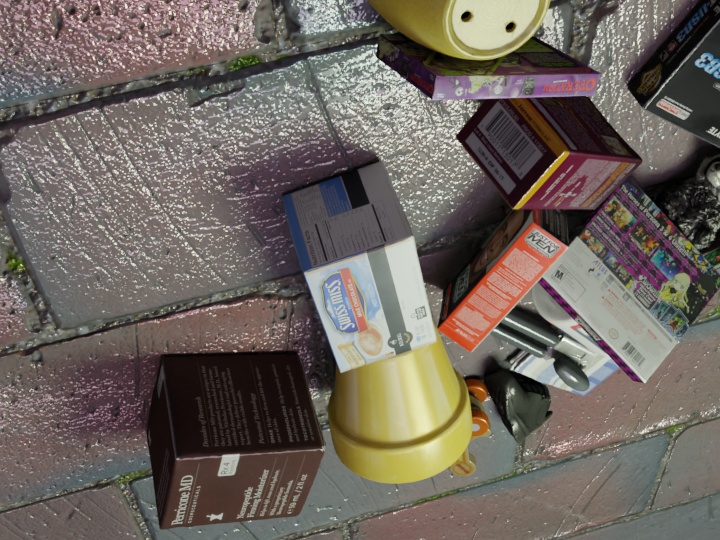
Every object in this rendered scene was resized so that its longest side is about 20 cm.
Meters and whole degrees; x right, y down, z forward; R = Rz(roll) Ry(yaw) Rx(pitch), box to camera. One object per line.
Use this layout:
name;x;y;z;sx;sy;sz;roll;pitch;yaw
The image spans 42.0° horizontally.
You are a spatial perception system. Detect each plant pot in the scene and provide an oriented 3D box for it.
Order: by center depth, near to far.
plant pot;0.101;-0.278;0.863;0.197;0.143;0.201;-12;138;-11
plant pot;0.045;0.149;1.272;0.198;0.201;0.191;-15;123;-7

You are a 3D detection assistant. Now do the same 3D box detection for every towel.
towel;0.343;0.133;1.489;0.199;0.024;0.147;23;123;-39

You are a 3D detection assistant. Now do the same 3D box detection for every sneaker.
sneaker;0.257;0.202;1.501;0.090;0.076;0.200;-31;147;1

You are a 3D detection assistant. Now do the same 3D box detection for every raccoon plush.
raccoon plush;0.472;-0.095;1.285;0.134;0.097;0.200;-41;168;2

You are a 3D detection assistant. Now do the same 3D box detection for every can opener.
can opener;0.270;0.111;1.383;0.199;0.067;0.053;29;120;-22

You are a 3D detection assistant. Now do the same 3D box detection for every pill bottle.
pill bottle;0.341;0.053;1.330;0.119;0.120;0.199;-39;136;20

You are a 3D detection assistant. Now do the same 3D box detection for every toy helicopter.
toy helicopter;0.145;0.266;1.505;0.130;0.079;0.202;-6;132;9

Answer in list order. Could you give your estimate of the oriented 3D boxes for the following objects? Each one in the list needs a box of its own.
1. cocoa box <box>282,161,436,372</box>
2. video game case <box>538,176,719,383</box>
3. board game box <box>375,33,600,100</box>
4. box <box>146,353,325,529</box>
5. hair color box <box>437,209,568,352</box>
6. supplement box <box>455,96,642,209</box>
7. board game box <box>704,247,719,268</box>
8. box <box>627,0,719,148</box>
cocoa box;0.000;0.000;1.122;0.130;0.134;0.201;-18;138;-1
video game case;0.349;0.011;1.213;0.200;0.036;0.182;44;79;-8
board game box;0.128;-0.207;0.947;0.198;0.120;0.033;-6;119;-27
box;-0.173;0.228;1.269;0.197;0.165;0.167;0;135;-22
hair color box;0.183;0.000;1.215;0.061;0.102;0.200;33;120;-10
supplement box;0.212;-0.134;1.038;0.199;0.111;0.086;-4;142;-51
board game box;0.546;-0.032;1.354;0.198;0.024;0.105;-26;165;-3
box;0.451;-0.248;1.112;0.198;0.050;0.199;16;126;-34
